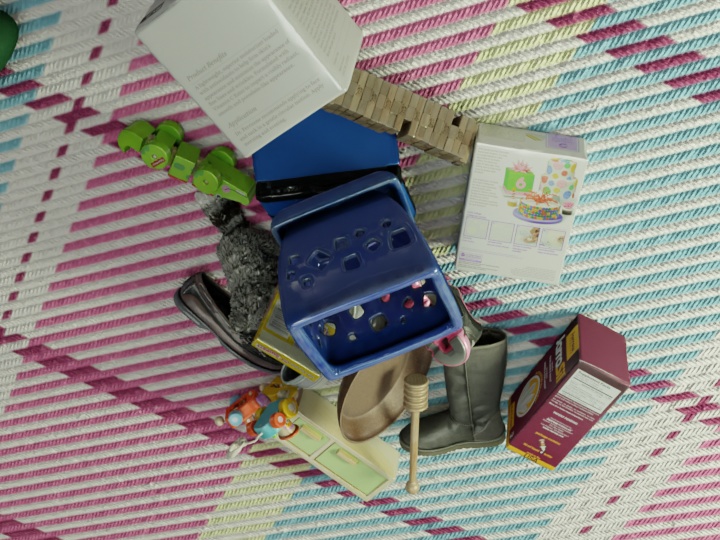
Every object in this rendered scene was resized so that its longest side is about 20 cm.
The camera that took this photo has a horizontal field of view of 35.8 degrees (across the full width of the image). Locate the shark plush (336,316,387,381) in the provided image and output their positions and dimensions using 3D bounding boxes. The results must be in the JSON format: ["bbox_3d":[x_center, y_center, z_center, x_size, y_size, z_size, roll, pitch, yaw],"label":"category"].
[{"bbox_3d":[-0.002,0.095,1.631,0.083,0.091,0.201,32,137,25],"label":"shark plush"}]

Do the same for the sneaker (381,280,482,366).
[{"bbox_3d":[0.099,0.036,1.567,0.200,0.095,0.079,54,135,2],"label":"sneaker"}]

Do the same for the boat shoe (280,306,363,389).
[{"bbox_3d":[-0.052,0.103,1.615,0.071,0.070,0.201,2,134,-41],"label":"boat shoe"}]

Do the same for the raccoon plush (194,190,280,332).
[{"bbox_3d":[-0.180,-0.004,1.546,0.200,0.134,0.097,40,123,-18],"label":"raccoon plush"}]

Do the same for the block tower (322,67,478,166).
[{"bbox_3d":[0.050,-0.195,1.397,0.199,0.054,0.058,20,84,-14],"label":"block tower"}]

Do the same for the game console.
[{"bbox_3d":[-0.036,-0.144,1.495,0.199,0.119,0.171,-5,155,14],"label":"game console"}]

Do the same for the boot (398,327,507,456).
[{"bbox_3d":[0.136,0.181,1.663,0.181,0.073,0.201,-10,130,1],"label":"boot"}]

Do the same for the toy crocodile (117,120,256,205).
[{"bbox_3d":[-0.232,-0.144,1.500,0.199,0.068,0.062,26,131,-6],"label":"toy crocodile"}]

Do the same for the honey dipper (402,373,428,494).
[{"bbox_3d":[0.079,0.249,1.665,0.038,0.038,0.201,5,116,6],"label":"honey dipper"}]

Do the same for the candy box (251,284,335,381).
[{"bbox_3d":[-0.070,0.045,1.524,0.102,0.201,0.026,33,140,-14],"label":"candy box"}]

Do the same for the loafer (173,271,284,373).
[{"bbox_3d":[-0.182,0.078,1.647,0.200,0.072,0.063,37,119,-13],"label":"loafer"}]

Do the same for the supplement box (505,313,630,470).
[{"bbox_3d":[0.296,0.177,1.607,0.085,0.111,0.200,26,125,-9],"label":"supplement box"}]

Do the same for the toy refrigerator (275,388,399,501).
[{"bbox_3d":[-0.039,0.277,1.761,0.200,0.070,0.076,38,123,-16],"label":"toy refrigerator"}]

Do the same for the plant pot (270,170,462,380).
[{"bbox_3d":[0.000,0.000,1.415,0.199,0.180,0.200,-21,152,4],"label":"plant pot"}]

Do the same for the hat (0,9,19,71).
[{"bbox_3d":[-0.464,-0.323,1.444,0.200,0.176,0.166,17,140,46],"label":"hat"}]

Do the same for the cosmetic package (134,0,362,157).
[{"bbox_3d":[-0.126,-0.281,1.322,0.164,0.165,0.200,-28,116,25],"label":"cosmetic package"}]

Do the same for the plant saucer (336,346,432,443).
[{"bbox_3d":[0.029,0.157,1.616,0.037,0.200,0.201,34,133,30],"label":"plant saucer"}]

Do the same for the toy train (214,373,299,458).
[{"bbox_3d":[-0.149,0.226,1.685,0.150,0.200,0.056,-39,107,4],"label":"toy train"}]

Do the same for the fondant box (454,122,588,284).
[{"bbox_3d":[0.209,-0.085,1.470,0.143,0.058,0.201,9,127,3],"label":"fondant box"}]
